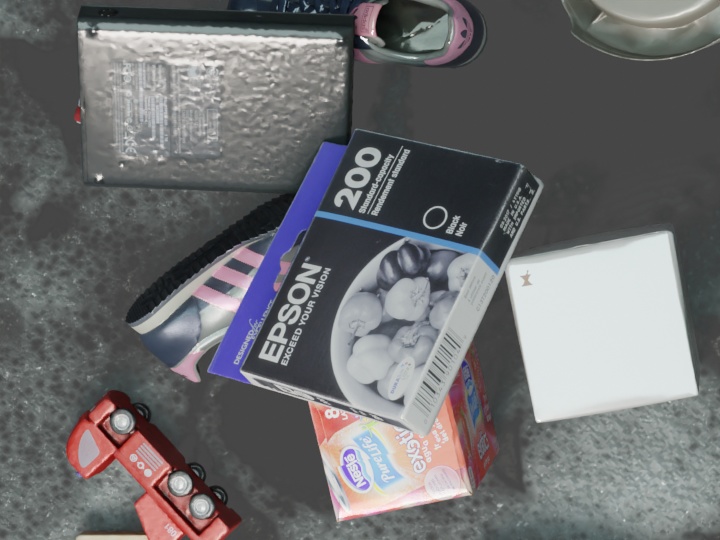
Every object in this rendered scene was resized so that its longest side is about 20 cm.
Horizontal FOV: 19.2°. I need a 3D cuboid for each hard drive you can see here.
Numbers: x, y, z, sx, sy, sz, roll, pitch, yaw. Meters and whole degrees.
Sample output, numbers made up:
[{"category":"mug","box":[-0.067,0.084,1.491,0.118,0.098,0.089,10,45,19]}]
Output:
[{"category":"hard drive","box":[-0.105,-0.123,1.566,0.200,0.033,0.140,2,121,0]}]

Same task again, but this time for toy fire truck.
[{"category":"toy fire truck","box":[-0.173,0.209,1.665,0.141,0.049,0.200,-45,85,9]}]

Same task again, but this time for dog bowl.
[{"category":"dog bowl","box":[0.222,-0.249,1.553,0.200,0.059,0.200,-1,86,24]}]

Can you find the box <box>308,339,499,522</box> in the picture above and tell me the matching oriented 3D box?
[{"category":"box","box":[0.034,0.111,1.550,0.103,0.200,0.095,-13,92,11]}]

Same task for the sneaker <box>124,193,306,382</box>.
[{"category":"sneaker","box":[-0.079,0.007,1.642,0.200,0.070,0.082,-34,110,8]}]

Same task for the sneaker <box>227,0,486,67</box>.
[{"category":"sneaker","box":[-0.008,-0.192,1.596,0.200,0.082,0.070,4,94,10]}]

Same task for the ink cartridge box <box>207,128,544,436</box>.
[{"category":"ink cartridge box","box":[0.000,0.000,1.466,0.200,0.043,0.198,13,70,37]}]

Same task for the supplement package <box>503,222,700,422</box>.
[{"category":"supplement package","box":[0.177,0.033,1.524,0.117,0.200,0.117,-10,91,10]}]

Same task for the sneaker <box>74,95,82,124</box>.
[{"category":"sneaker","box":[-0.124,-0.118,1.632,0.200,0.071,0.113,21,93,14]}]
